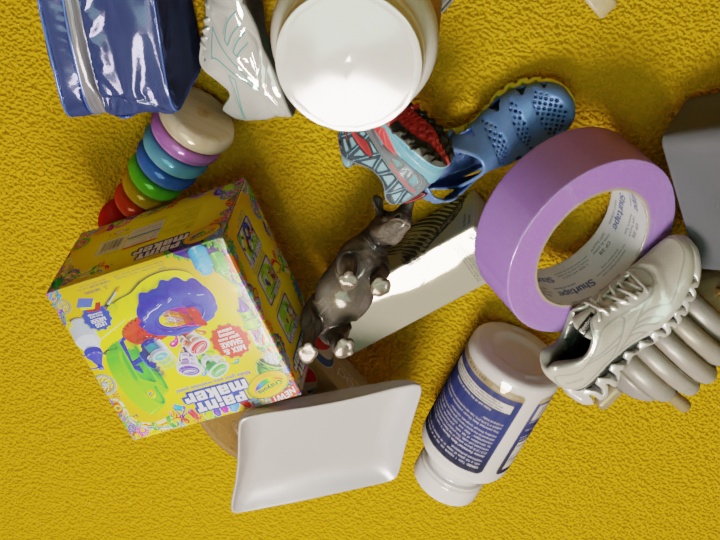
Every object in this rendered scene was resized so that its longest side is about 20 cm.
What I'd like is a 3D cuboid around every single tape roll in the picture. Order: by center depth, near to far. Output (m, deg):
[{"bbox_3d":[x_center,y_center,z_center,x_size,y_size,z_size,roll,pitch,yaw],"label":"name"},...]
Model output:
[{"bbox_3d":[0.213,-0.039,1.236,0.198,0.066,0.202,-19,132,-22],"label":"tape roll"}]

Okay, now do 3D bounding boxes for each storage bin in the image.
[{"bbox_3d":[0.385,-0.093,1.212,0.133,0.146,0.202,1,127,38],"label":"storage bin"}]

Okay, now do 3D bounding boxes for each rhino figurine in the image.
[{"bbox_3d":[0.000,0.000,1.256,0.059,0.088,0.201,28,106,-14],"label":"rhino figurine"}]

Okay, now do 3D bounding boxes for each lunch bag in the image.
[{"bbox_3d":[-0.234,-0.238,1.180,0.130,0.136,0.202,0,122,8],"label":"lunch bag"}]

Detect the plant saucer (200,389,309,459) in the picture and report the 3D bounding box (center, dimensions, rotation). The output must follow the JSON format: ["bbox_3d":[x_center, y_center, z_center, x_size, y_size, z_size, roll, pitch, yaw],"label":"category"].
[{"bbox_3d":[-0.121,0.174,1.431,0.198,0.036,0.201,21,143,17],"label":"plant saucer"}]

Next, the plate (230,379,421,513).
[{"bbox_3d":[-0.043,0.184,1.348,0.197,0.033,0.201,-9,142,-16],"label":"plate"}]

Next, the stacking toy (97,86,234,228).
[{"bbox_3d":[-0.212,-0.096,1.306,0.085,0.086,0.200,32,126,-13],"label":"stacking toy"}]

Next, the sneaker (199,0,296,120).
[{"bbox_3d":[-0.127,-0.231,1.213,0.079,0.071,0.202,-10,120,15],"label":"sneaker"}]

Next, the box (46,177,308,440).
[{"bbox_3d":[-0.175,0.042,1.278,0.198,0.122,0.194,-17,118,17],"label":"box"}]

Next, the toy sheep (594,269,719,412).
[{"bbox_3d":[0.324,0.076,1.315,0.137,0.138,0.200,37,100,-16],"label":"toy sheep"}]

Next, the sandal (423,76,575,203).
[{"bbox_3d":[0.124,-0.121,1.242,0.199,0.087,0.080,-28,113,19],"label":"sandal"}]

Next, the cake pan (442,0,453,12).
[{"bbox_3d":[0.008,-0.306,1.170,0.197,0.037,0.202,3,122,5],"label":"cake pan"}]

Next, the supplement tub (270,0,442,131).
[{"bbox_3d":[-0.001,-0.219,1.083,0.142,0.201,0.146,3,122,4],"label":"supplement tub"}]

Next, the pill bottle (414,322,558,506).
[{"bbox_3d":[0.135,0.166,1.401,0.110,0.111,0.201,22,121,-7],"label":"pill bottle"}]

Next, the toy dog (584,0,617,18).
[{"bbox_3d":[0.197,-0.309,1.104,0.198,0.096,0.133,25,106,-11],"label":"toy dog"}]

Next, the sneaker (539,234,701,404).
[{"bbox_3d":[0.258,0.044,1.240,0.081,0.075,0.201,29,105,-35],"label":"sneaker"}]

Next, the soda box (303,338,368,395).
[{"bbox_3d":[-0.048,0.126,1.423,0.064,0.068,0.200,-31,113,22],"label":"soda box"}]

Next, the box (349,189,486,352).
[{"bbox_3d":[0.056,0.002,1.328,0.199,0.082,0.069,-29,115,20],"label":"box"}]

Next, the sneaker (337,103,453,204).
[{"bbox_3d":[-0.005,-0.144,1.211,0.200,0.079,0.096,49,127,17],"label":"sneaker"}]
